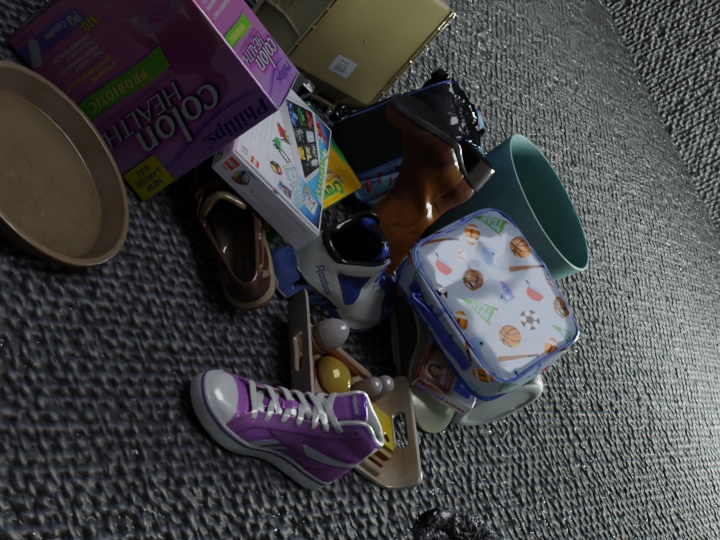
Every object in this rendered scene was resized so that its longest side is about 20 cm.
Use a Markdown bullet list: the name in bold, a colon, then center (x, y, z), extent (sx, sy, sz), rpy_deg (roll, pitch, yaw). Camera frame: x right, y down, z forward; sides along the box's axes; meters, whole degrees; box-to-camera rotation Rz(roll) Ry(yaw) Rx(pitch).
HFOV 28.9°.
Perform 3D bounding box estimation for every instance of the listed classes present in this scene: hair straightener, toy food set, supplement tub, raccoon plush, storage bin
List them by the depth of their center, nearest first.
- **raccoon plush**: center (0.105, 0.300, 1.335), extent (0.134, 0.198, 0.097), rpy_deg (-56, 145, -62)
- **toy food set**: center (-0.003, 0.124, 1.439), extent (0.200, 0.060, 0.144), rpy_deg (41, 31, -40)
- **hair straightener**: center (-0.094, -0.204, 1.595), extent (0.041, 0.077, 0.200), rpy_deg (60, 20, -1)
- **supplement tub**: center (0.132, 0.074, 1.678), extent (0.122, 0.122, 0.201), rpy_deg (17, 48, -55)
- **storage bin**: center (-0.015, -0.312, 1.743), extent (0.200, 0.199, 0.094), rpy_deg (20, 28, -54)

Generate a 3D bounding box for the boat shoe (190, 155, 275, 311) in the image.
- **boat shoe**: center (-0.129, -0.062, 1.378), extent (0.072, 0.072, 0.201), rpy_deg (79, -1, -68)

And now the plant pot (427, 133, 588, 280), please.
- **plant pot**: center (0.187, -0.056, 1.871), extent (0.201, 0.160, 0.201), rpy_deg (46, 27, -32)

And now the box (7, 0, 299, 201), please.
- **box**: center (-0.192, -0.201, 1.308), extent (0.200, 0.175, 0.097), rpy_deg (51, 26, -19)

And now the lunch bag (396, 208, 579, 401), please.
- **lunch bag**: center (0.135, 0.035, 1.551), extent (0.160, 0.076, 0.201), rpy_deg (-28, 77, -29)

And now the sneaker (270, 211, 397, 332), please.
- **sneaker**: center (0.000, 0.000, 1.520), extent (0.199, 0.115, 0.081), rpy_deg (21, 46, -53)

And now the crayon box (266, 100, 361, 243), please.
- **crayon box**: center (-0.083, -0.109, 1.536), extent (0.119, 0.058, 0.200), rpy_deg (58, 25, -2)

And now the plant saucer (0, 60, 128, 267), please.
- **plant saucer**: center (-0.279, -0.088, 1.198), extent (0.200, 0.029, 0.201), rpy_deg (44, 29, -32)

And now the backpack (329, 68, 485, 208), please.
- **backpack**: center (0.075, -0.148, 1.765), extent (0.200, 0.181, 0.135), rpy_deg (25, 49, -68)

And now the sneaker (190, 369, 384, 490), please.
- **sneaker**: center (-0.058, 0.126, 1.281), extent (0.200, 0.114, 0.073), rpy_deg (33, 37, -42)

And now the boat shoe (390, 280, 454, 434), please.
- **boat shoe**: center (0.066, 0.094, 1.599), extent (0.071, 0.062, 0.201), rpy_deg (12, 63, -34)

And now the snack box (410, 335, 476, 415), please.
- **snack box**: center (0.122, 0.064, 1.589), extent (0.072, 0.024, 0.201), rpy_deg (31, 55, -10)

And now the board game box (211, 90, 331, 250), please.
- **board game box**: center (-0.087, -0.125, 1.431), extent (0.126, 0.035, 0.201), rpy_deg (45, 27, -25)

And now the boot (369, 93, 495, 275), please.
- **boot**: center (0.033, -0.091, 1.597), extent (0.188, 0.200, 0.069), rpy_deg (31, 20, -53)
